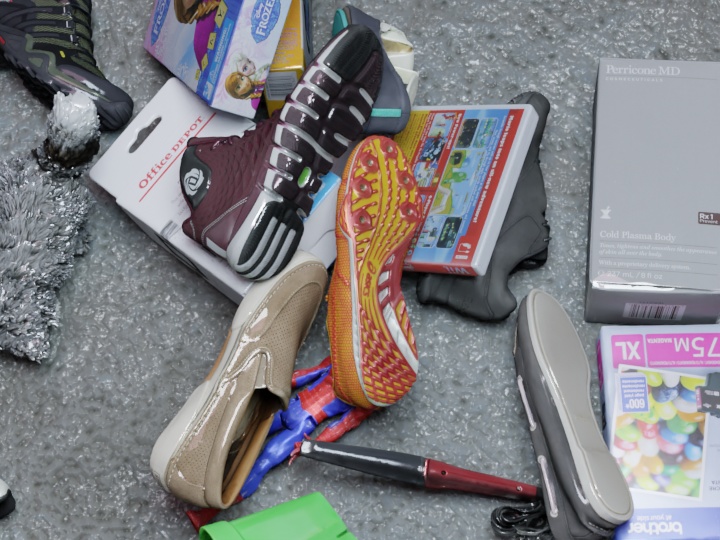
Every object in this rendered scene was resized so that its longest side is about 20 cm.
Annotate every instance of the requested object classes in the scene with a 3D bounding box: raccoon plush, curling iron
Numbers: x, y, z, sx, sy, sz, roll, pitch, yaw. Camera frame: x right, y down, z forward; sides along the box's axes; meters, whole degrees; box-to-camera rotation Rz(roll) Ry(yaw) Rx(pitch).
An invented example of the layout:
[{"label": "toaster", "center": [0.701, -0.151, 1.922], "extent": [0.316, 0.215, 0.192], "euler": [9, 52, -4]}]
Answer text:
[{"label": "raccoon plush", "center": [-0.256, -0.027, 1.022], "extent": [0.096, 0.201, 0.135], "euler": [9, 52, -7]}, {"label": "curling iron", "center": [0.052, 0.153, 0.978], "extent": [0.198, 0.026, 0.050], "euler": [19, 38, -3]}]

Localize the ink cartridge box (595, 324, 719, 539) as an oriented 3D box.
[{"label": "ink cartridge box", "center": [0.239, 0.138, 0.993], "extent": [0.118, 0.042, 0.202], "euler": [-1, 67, 3]}]

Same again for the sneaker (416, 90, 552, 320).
[{"label": "sneaker", "center": [0.116, -0.048, 1.076], "extent": [0.090, 0.076, 0.202], "euler": [24, 74, 2]}]

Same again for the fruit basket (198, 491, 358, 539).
[{"label": "fruit basket", "center": [-0.060, 0.270, 0.885], "extent": [0.213, 0.156, 0.218], "euler": [5, 56, -7]}]

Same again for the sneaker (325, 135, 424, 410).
[{"label": "sneaker", "center": [0.000, 0.000, 0.990], "extent": [0.072, 0.077, 0.202], "euler": [11, 78, -30]}]

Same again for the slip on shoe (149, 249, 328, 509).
[{"label": "slip on shoe", "center": [-0.072, 0.078, 0.968], "extent": [0.060, 0.076, 0.201], "euler": [22, 66, 32]}]

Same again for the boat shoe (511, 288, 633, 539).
[{"label": "boat shoe", "center": [0.141, 0.106, 0.994], "extent": [0.057, 0.066, 0.202], "euler": [-39, 47, 32]}]

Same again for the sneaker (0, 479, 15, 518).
[{"label": "sneaker", "center": [-0.312, 0.231, 0.964], "extent": [0.087, 0.076, 0.202], "euler": [13, 67, 9]}]

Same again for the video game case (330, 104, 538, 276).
[{"label": "video game case", "center": [0.031, -0.066, 1.060], "extent": [0.198, 0.017, 0.144], "euler": [4, 62, 37]}]

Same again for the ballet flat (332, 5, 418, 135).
[{"label": "ballet flat", "center": [0.012, -0.161, 1.095], "extent": [0.072, 0.074, 0.201], "euler": [-7, 29, 0]}]

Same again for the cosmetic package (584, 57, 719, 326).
[{"label": "cosmetic package", "center": [0.231, -0.061, 1.059], "extent": [0.106, 0.090, 0.202], "euler": [2, 69, 7]}]

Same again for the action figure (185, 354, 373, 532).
[{"label": "action figure", "center": [-0.054, 0.116, 1.018], "extent": [0.199, 0.052, 0.066], "euler": [-34, 63, -14]}]

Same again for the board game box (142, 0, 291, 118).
[{"label": "board game box", "center": [-0.103, -0.245, 1.071], "extent": [0.041, 0.199, 0.202], "euler": [12, 105, -28]}]

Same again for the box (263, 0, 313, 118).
[{"label": "box", "center": [-0.062, -0.220, 1.130], "extent": [0.041, 0.119, 0.202], "euler": [-5, 65, 1]}]

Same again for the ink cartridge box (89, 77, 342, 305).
[{"label": "ink cartridge box", "center": [-0.107, -0.057, 1.065], "extent": [0.199, 0.067, 0.116], "euler": [35, 80, 33]}]

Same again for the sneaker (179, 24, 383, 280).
[{"label": "sneaker", "center": [-0.072, -0.101, 0.984], "extent": [0.115, 0.076, 0.201], "euler": [22, 79, 35]}]

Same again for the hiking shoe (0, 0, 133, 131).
[{"label": "hiking shoe", "center": [-0.258, -0.200, 1.156], "extent": [0.199, 0.076, 0.101], "euler": [35, 75, 18]}]
